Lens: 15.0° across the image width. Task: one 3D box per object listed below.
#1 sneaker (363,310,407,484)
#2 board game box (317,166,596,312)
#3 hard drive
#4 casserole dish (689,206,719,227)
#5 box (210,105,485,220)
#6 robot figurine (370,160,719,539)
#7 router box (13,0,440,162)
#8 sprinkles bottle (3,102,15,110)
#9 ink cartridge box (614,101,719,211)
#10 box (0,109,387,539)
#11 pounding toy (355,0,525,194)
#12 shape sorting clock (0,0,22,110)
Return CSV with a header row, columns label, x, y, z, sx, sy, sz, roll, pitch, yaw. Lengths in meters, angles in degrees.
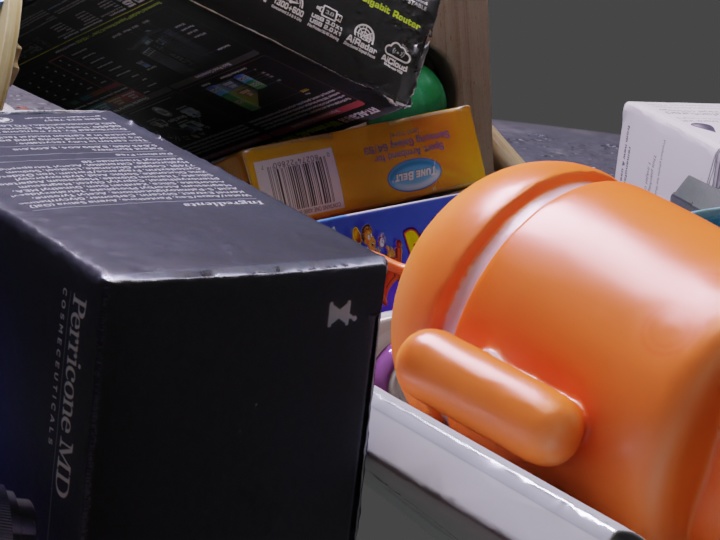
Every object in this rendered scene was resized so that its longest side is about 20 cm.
label,x,y,z,sx,sy,sz,roll,pitch,yaw
sneaker,0.038,0.051,1.114,0.199,0.075,0.099,-3,2,-39
board game box,0.000,0.000,1.198,0.134,0.045,0.200,-14,-1,39
hard drive,0.055,0.089,0.900,0.132,0.027,0.200,41,-8,-36
casserole dish,0.167,0.034,1.132,0.200,0.122,0.039,-9,-12,-46
box,-0.043,-0.032,1.264,0.119,0.042,0.200,-13,-3,-29
robot figurine,0.092,0.033,0.942,0.144,0.117,0.200,-42,48,-20
router box,-0.078,-0.111,1.217,0.150,0.062,0.200,26,-19,-25
sprinkles bottle,-0.201,-0.061,1.389,0.068,0.069,0.200,-1,17,-24
ink cartridge box,0.236,-0.024,1.401,0.145,0.084,0.200,0,16,-21
box,-0.090,0.039,0.918,0.104,0.149,0.200,-4,18,-32
pounding toy,0.009,-0.088,1.407,0.142,0.185,0.200,-20,27,-36
shape sorting clock,-0.202,-0.080,1.223,0.039,0.201,0.200,13,10,-32
